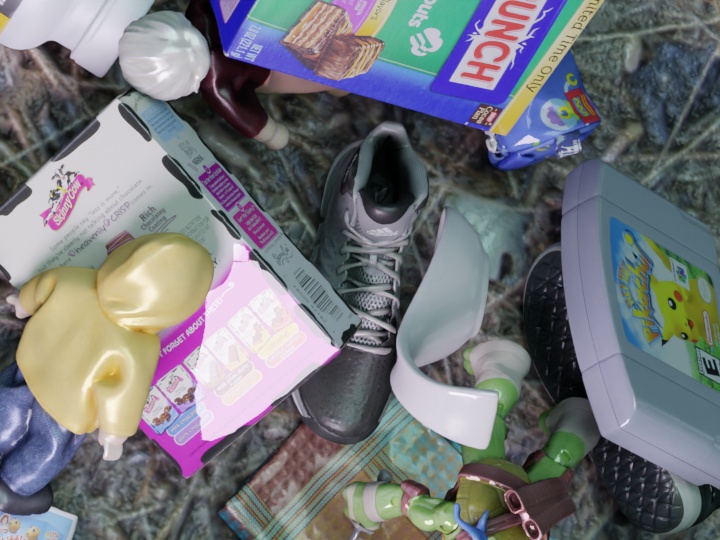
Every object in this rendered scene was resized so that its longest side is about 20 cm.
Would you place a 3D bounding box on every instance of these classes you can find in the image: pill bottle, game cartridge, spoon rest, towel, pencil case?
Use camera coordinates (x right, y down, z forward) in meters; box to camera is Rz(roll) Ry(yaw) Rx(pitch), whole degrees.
[{"bbox_3d":[-0.219,-0.205,1.664,0.200,0.112,0.112,33,74,-9],"label":"pill bottle"},{"bbox_3d":[0.181,0.029,1.725,0.133,0.040,0.200,24,47,-36],"label":"game cartridge"},{"bbox_3d":[0.048,0.034,1.672,0.060,0.200,0.100,8,119,-6],"label":"spoon rest"},{"bbox_3d":[0.027,0.171,1.725,0.200,0.022,0.147,46,71,-5],"label":"towel"},{"bbox_3d":[0.080,-0.156,1.763,0.087,0.078,0.200,-25,88,-40],"label":"pencil case"}]

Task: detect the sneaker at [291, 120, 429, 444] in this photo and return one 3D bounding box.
[{"bbox_3d":[0.000,0.000,1.686,0.075,0.116,0.200,8,73,-8],"label":"sneaker"}]

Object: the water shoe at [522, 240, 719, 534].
[{"bbox_3d":[0.170,0.074,1.770,0.079,0.071,0.200,-15,80,-49],"label":"water shoe"}]

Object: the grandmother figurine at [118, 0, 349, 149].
[{"bbox_3d":[-0.071,-0.132,1.677,0.200,0.061,0.121,-7,72,-53],"label":"grandmother figurine"}]

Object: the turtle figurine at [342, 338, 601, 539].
[{"bbox_3d":[0.065,0.154,1.691,0.144,0.200,0.194,16,50,14],"label":"turtle figurine"}]

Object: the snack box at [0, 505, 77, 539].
[{"bbox_3d":[-0.273,0.148,1.637,0.200,0.024,0.072,21,74,-12],"label":"snack box"}]

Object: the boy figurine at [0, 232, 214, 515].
[{"bbox_3d":[-0.163,0.047,1.608,0.200,0.064,0.124,-52,61,18],"label":"boy figurine"}]

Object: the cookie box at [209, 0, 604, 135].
[{"bbox_3d":[0.038,-0.182,1.611,0.200,0.171,0.075,14,40,-28],"label":"cookie box"}]

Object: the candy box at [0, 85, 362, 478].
[{"bbox_3d":[-0.116,0.005,1.652,0.136,0.061,0.200,-40,94,21],"label":"candy box"}]
